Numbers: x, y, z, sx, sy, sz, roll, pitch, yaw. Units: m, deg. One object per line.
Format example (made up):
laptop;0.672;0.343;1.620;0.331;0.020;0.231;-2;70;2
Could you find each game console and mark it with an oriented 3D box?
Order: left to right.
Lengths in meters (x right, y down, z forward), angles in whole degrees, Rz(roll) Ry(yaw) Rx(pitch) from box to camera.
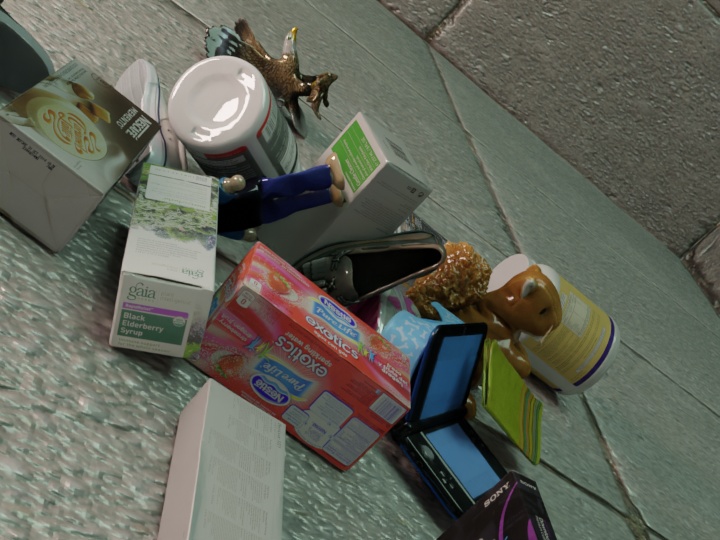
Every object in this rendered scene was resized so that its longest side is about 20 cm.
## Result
game console;0.126;0.161;1.062;0.171;0.118;0.200;51;18;17

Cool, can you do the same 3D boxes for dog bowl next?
dog bowl;0.068;0.101;1.081;0.049;0.113;0.199;24;14;23

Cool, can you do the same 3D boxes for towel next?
towel;0.185;0.161;1.151;0.200;0.018;0.087;49;40;-51

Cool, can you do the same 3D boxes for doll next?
doll;-0.118;-0.070;1.023;0.137;0.198;0.049;101;-27;-65

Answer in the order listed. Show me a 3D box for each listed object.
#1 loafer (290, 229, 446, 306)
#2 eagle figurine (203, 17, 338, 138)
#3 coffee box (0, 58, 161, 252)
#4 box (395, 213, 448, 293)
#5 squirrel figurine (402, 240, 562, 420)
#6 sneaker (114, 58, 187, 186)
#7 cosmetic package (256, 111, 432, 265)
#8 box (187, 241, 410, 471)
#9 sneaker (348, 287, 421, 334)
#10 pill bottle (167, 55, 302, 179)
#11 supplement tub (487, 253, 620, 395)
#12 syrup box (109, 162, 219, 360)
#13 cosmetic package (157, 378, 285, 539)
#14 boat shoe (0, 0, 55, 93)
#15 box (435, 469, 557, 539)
loafer;0.000;0.000;1.057;0.063;0.198;0.073;-145;-142;-79
eagle figurine;-0.140;-0.319;1.524;0.198;0.152;0.152;16;-24;6
coffee box;-0.278;-0.115;0.909;0.114;0.080;0.200;39;22;-13
box;0.070;-0.028;1.427;0.158;0.048;0.201;37;22;-17
squirrel figurine;0.153;0.053;1.232;0.200;0.187;0.141;48;21;7
sneaker;-0.239;-0.158;1.094;0.071;0.073;0.201;36;30;-44
cosmetic package;-0.022;-0.067;1.122;0.084;0.200;0.108;27;24;-40
box;-0.056;0.084;0.920;0.199;0.103;0.095;37;22;-14
sneaker;0.033;0.068;1.138;0.088;0.081;0.200;39;22;-8
pill bottle;-0.135;-0.146;1.104;0.114;0.113;0.200;53;-4;22
supplement tub;0.285;0.082;1.481;0.199;0.145;0.146;37;22;-18
syrup box;-0.176;-0.013;0.880;0.078;0.082;0.201;11;32;-14
cosmetic package;-0.104;0.177;0.727;0.082;0.051;0.201;34;24;-20
boat shoe;-0.392;-0.259;0.980;0.198;0.074;0.068;32;37;-7
box;0.113;0.285;0.797;0.036;0.143;0.201;32;23;-24
